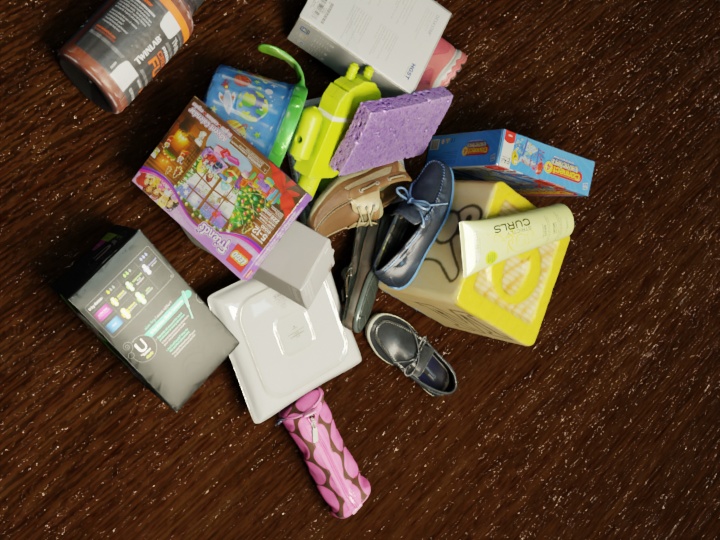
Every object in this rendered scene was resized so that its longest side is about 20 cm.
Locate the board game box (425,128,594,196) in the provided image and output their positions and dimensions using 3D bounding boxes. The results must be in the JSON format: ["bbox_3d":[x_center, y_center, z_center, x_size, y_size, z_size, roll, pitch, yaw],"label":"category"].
[{"bbox_3d":[0.237,-0.170,1.334,0.192,0.199,0.057,13,88,-29],"label":"board game box"}]

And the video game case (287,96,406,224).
[{"bbox_3d":[-0.021,-0.180,1.284,0.196,0.023,0.187,-17,102,-28],"label":"video game case"}]

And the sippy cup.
[{"bbox_3d":[-0.155,-0.214,1.144,0.128,0.140,0.181,21,51,-11],"label":"sippy cup"}]

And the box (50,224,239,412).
[{"bbox_3d":[-0.281,0.058,1.076,0.125,0.148,0.201,-46,113,-18],"label":"box"}]

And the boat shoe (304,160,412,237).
[{"bbox_3d":[0.002,-0.105,1.225,0.199,0.073,0.076,-41,157,-28],"label":"boat shoe"}]

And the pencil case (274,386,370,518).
[{"bbox_3d":[-0.052,0.280,1.258,0.090,0.093,0.203,-35,110,-22],"label":"pencil case"}]

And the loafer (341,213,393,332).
[{"bbox_3d":[0.000,0.000,1.266,0.072,0.061,0.204,78,26,-58],"label":"loafer"}]

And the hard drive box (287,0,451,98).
[{"bbox_3d":[0.014,-0.363,1.227,0.197,0.077,0.158,32,72,-12],"label":"hard drive box"}]

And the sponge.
[{"bbox_3d":[0.047,-0.203,1.198,0.198,0.113,0.030,-22,61,-45],"label":"sponge"}]

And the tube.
[{"bbox_3d":[0.219,-0.050,1.176,0.196,0.052,0.059,-15,65,-30],"label":"tube"}]

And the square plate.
[{"bbox_3d":[-0.100,0.089,1.198,0.197,0.028,0.203,-27,107,-28],"label":"square plate"}]

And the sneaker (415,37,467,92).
[{"bbox_3d":[0.088,-0.301,1.319,0.087,0.074,0.201,41,61,-9],"label":"sneaker"}]

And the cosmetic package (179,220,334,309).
[{"bbox_3d":[-0.137,-0.038,1.125,0.197,0.107,0.091,31,77,12],"label":"cosmetic package"}]

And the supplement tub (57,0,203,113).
[{"bbox_3d":[-0.289,-0.309,1.071,0.107,0.106,0.201,45,73,-24],"label":"supplement tub"}]

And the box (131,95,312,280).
[{"bbox_3d":[-0.177,-0.104,1.058,0.199,0.039,0.138,40,93,9],"label":"box"}]

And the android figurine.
[{"bbox_3d":[-0.032,-0.197,1.181,0.181,0.041,0.204,-16,132,-59],"label":"android figurine"}]

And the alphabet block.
[{"bbox_3d":[0.175,-0.016,1.297,0.194,0.198,0.200,26,81,-35],"label":"alphabet block"}]

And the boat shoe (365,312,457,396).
[{"bbox_3d":[0.087,0.138,1.348,0.200,0.062,0.075,43,75,-24],"label":"boat shoe"}]

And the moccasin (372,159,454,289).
[{"bbox_3d":[0.080,-0.072,1.223,0.068,0.079,0.205,25,83,-44],"label":"moccasin"}]
